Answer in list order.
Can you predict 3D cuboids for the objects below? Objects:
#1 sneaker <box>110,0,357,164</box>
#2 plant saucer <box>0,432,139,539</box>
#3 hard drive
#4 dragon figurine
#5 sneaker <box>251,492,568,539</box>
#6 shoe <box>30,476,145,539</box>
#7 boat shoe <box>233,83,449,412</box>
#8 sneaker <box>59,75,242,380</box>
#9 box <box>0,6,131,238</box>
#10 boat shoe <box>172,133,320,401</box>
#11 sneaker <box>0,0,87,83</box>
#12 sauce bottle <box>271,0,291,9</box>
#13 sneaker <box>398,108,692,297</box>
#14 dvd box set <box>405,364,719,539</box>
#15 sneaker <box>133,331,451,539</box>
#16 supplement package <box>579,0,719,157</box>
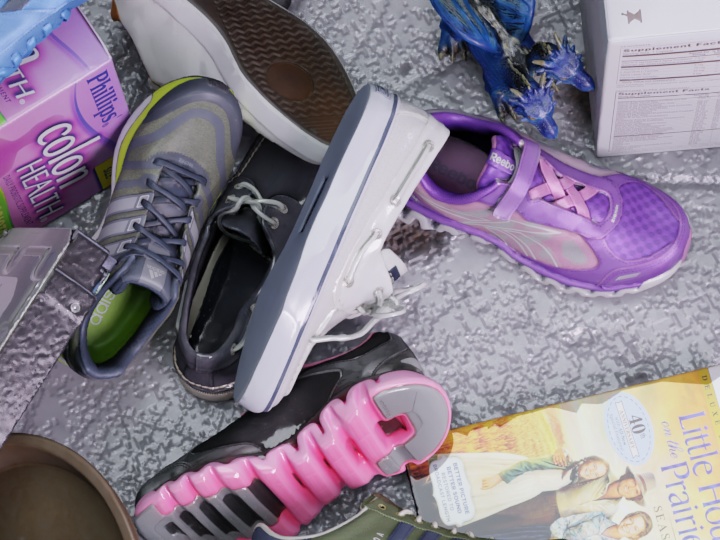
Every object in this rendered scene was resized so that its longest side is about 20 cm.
[{"bbox_3d":[-0.077,-0.122,1.745,0.073,0.085,0.200,-27,63,-38],"label":"sneaker"},{"bbox_3d":[-0.193,0.193,1.636,0.200,0.029,0.200,-4,84,35],"label":"plant saucer"},{"bbox_3d":[-0.226,0.065,1.647,0.038,0.140,0.200,38,77,-21],"label":"hard drive"},{"bbox_3d":[0.077,-0.155,1.739,0.059,0.099,0.200,-32,69,-7],"label":"dragon figurine"},{"bbox_3d":[0.029,0.162,1.631,0.200,0.067,0.090,-11,56,-9],"label":"sneaker"},{"bbox_3d":[-0.145,0.202,1.655,0.200,0.071,0.091,41,87,20],"label":"shoe"},{"bbox_3d":[-0.001,-0.001,1.664,0.086,0.075,0.202,24,86,-13],"label":"boat shoe"},{"bbox_3d":[-0.120,-0.019,1.684,0.074,0.081,0.200,19,103,-23],"label":"sneaker"},{"bbox_3d":[-0.243,-0.077,1.692,0.200,0.176,0.097,-33,74,-8],"label":"box"},{"bbox_3d":[-0.059,-0.020,1.724,0.073,0.063,0.200,19,73,11],"label":"boat shoe"},{"bbox_3d":[-0.202,-0.132,1.586,0.200,0.066,0.078,-23,84,-5],"label":"sneaker"},{"bbox_3d":[-0.020,-0.250,1.793,0.066,0.066,0.200,29,76,11],"label":"sauce bottle"},{"bbox_3d":[0.101,-0.046,1.713,0.200,0.088,0.081,19,73,7],"label":"sneaker"},{"bbox_3d":[0.136,0.147,1.681,0.200,0.029,0.146,-13,73,-1],"label":"dvd box set"},{"bbox_3d":[-0.044,0.099,1.692,0.200,0.079,0.095,-26,38,5],"label":"sneaker"},{"bbox_3d":[0.208,-0.174,1.688,0.151,0.200,0.152,-5,73,1],"label":"supplement package"}]
